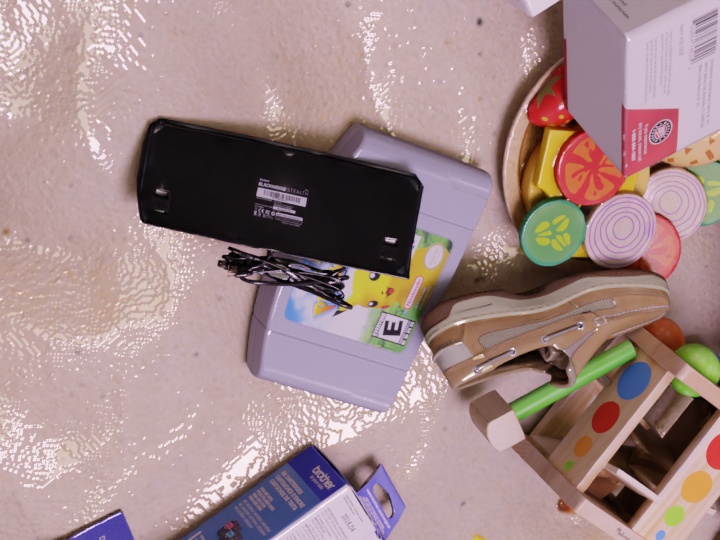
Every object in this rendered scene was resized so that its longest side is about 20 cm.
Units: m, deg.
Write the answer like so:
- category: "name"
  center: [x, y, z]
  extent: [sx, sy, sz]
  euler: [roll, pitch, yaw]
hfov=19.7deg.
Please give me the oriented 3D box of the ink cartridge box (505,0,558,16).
- category: "ink cartridge box"
  center: [0.076, -0.284, 1.346]
  extent: [0.083, 0.145, 0.200]
  euler: [-33, 120, -6]

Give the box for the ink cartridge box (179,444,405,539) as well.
- category: "ink cartridge box"
  center: [-0.048, 0.229, 1.556]
  extent: [0.200, 0.076, 0.137]
  euler: [-34, 123, -8]

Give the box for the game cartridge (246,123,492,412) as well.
- category: "game cartridge"
  center: [0.000, 0.000, 1.503]
  extent: [0.133, 0.040, 0.200]
  euler: [18, 104, -25]

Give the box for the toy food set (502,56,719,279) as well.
- category: "toy food set"
  center: [0.199, -0.081, 1.544]
  extent: [0.199, 0.049, 0.199]
  euler: [1, 112, -24]

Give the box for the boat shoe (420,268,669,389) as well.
- category: "boat shoe"
  center: [0.144, 0.052, 1.526]
  extent: [0.199, 0.076, 0.072]
  euler: [-11, 154, -18]

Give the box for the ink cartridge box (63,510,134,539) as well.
- category: "ink cartridge box"
  center: [-0.232, 0.304, 1.531]
  extent: [0.200, 0.047, 0.198]
  euler: [-23, 119, -10]

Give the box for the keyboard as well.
- category: "keyboard"
  center: [-0.060, -0.035, 1.439]
  extent: [0.199, 0.040, 0.104]
  euler: [12, 80, -11]

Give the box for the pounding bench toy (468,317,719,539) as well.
- category: "pounding bench toy"
  center: [0.199, 0.106, 1.581]
  extent: [0.200, 0.124, 0.156]
  euler: [35, 96, -31]

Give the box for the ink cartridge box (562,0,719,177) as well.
- category: "ink cartridge box"
  center: [0.244, -0.175, 1.429]
  extent: [0.200, 0.083, 0.147]
  euler: [-27, 144, -14]
